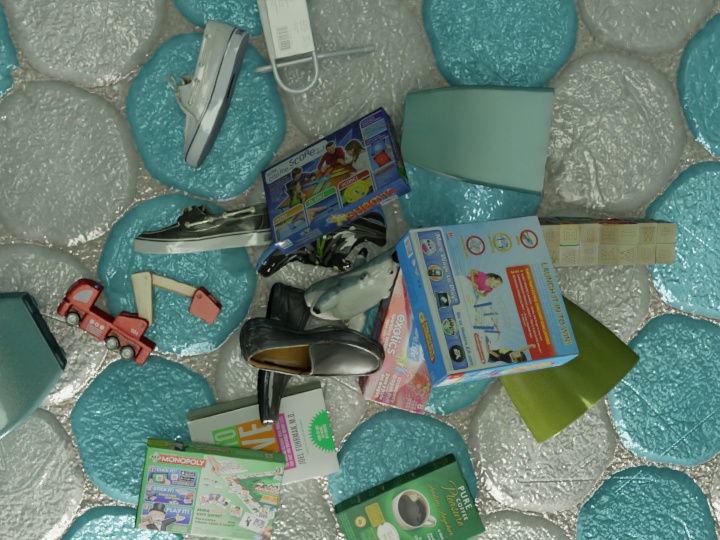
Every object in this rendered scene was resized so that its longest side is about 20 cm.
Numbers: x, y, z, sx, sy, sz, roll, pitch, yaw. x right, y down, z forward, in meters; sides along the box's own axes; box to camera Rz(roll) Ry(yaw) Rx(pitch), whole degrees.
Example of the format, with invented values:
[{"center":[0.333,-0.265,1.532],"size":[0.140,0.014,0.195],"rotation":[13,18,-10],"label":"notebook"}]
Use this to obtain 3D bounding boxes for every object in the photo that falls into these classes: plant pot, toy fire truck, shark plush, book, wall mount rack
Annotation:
[{"center":[0.258,0.105,1.606],"size":[0.187,0.187,0.201],"rotation":[-40,84,2],"label":"plant pot"},{"center":[-0.312,0.053,1.610],"size":[0.199,0.049,0.142],"rotation":[33,94,-6],"label":"toy fire truck"},{"center":[0.000,0.000,1.551],"size":[0.090,0.084,0.200],"rotation":[24,121,-33],"label":"shark plush"},{"center":[-0.140,0.249,1.653],"size":[0.197,0.048,0.135],"rotation":[-14,104,-3],"label":"book"},{"center":[-0.512,0.129,1.539],"size":[0.199,0.196,0.198],"rotation":[-30,98,-8],"label":"plant pot"},{"center":[-0.074,-0.349,1.566],"size":[0.171,0.075,0.203],"rotation":[-11,98,1],"label":"wall mount rack"},{"center":[0.156,-0.187,1.569],"size":[0.197,0.141,0.143],"rotation":[6,97,3],"label":"plant pot"}]

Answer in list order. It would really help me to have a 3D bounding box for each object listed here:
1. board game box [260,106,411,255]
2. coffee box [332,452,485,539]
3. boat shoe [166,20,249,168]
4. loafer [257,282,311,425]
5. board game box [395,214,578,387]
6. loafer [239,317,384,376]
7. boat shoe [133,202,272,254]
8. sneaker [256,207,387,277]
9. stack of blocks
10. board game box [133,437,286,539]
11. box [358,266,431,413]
[{"center":[-0.037,-0.122,1.545],"size":[0.198,0.137,0.034],"rotation":[-26,142,17],"label":"board game box"},{"center":[0.073,0.366,1.679],"size":[0.198,0.044,0.124],"rotation":[-25,99,0],"label":"coffee box"},{"center":[-0.224,-0.246,1.557],"size":[0.085,0.075,0.204],"rotation":[22,112,3],"label":"boat shoe"},{"center":[-0.103,0.120,1.604],"size":[0.071,0.073,0.203],"rotation":[10,81,-11],"label":"loafer"},{"center":[0.164,0.037,1.487],"size":[0.193,0.056,0.202],"rotation":[-6,71,-22],"label":"board game box"},{"center":[-0.065,0.117,1.521],"size":[0.197,0.073,0.074],"rotation":[5,118,-6],"label":"loafer"},{"center":[-0.222,-0.060,1.585],"size":[0.197,0.071,0.065],"rotation":[-6,95,5],"label":"boat shoe"},{"center":[-0.053,-0.031,1.606],"size":[0.197,0.071,0.084],"rotation":[-20,92,-4],"label":"sneaker"},{"center":[0.330,-0.042,1.609],"size":[0.197,0.115,0.059],"rotation":[-1,98,-9],"label":"stack of blocks"},{"center":[-0.215,0.316,1.626],"size":[0.197,0.029,0.136],"rotation":[9,109,-11],"label":"board game box"},{"center":[0.069,0.089,1.616],"size":[0.094,0.100,0.202],"rotation":[16,95,-6],"label":"box"}]
